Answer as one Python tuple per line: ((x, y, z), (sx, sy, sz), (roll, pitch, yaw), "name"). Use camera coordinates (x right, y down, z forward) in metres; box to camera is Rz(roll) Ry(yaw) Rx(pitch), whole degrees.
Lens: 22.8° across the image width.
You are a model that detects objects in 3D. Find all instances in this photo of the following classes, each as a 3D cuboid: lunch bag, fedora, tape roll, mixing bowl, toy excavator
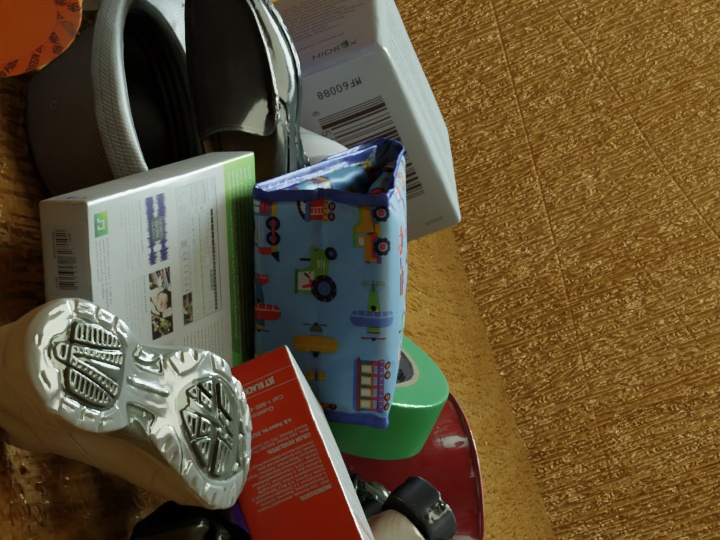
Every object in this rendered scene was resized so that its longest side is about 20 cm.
((0.000, 0.000, 1.201), (0.200, 0.093, 0.152), (-42, 135, -69), "lunch bag")
((-0.160, -0.098, 1.171), (0.177, 0.090, 0.201), (54, 28, -54), "fedora")
((-0.032, 0.067, 1.330), (0.199, 0.048, 0.201), (24, 15, -7), "tape roll")
((0.014, 0.191, 1.421), (0.200, 0.107, 0.202), (-179, -90, -72), "mixing bowl")
((0.026, 0.259, 1.178), (0.201, 0.100, 0.194), (56, -30, 1), "toy excavator")

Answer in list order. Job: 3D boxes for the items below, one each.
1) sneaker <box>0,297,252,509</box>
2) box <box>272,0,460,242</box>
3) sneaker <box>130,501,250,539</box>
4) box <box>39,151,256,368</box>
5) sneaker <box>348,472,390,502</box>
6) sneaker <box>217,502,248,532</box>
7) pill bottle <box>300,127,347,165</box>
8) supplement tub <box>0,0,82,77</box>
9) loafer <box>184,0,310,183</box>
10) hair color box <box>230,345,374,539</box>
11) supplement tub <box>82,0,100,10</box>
((-0.135, 0.071, 0.934), (0.200, 0.099, 0.078), (40, 53, -47), "sneaker")
((-0.035, -0.131, 1.619), (0.172, 0.199, 0.200), (-92, 160, -55), "box")
((-0.085, 0.213, 0.996), (0.114, 0.076, 0.200), (55, 15, -53), "sneaker")
((-0.119, 0.013, 1.066), (0.200, 0.036, 0.146), (-24, 115, -62), "box")
((-0.036, 0.150, 1.324), (0.076, 0.113, 0.201), (39, 30, -74), "sneaker")
((-0.079, 0.102, 1.203), (0.070, 0.099, 0.202), (42, 30, -75), "sneaker")
((-0.056, -0.054, 1.388), (0.200, 0.113, 0.114), (30, -33, 62), "pill bottle")
((-0.213, -0.214, 1.008), (0.123, 0.122, 0.201), (58, 16, -52), "supplement tub")
((-0.076, -0.102, 1.170), (0.072, 0.072, 0.201), (-53, 129, -67), "loafer")
((-0.025, 0.158, 1.032), (0.111, 0.064, 0.201), (68, -2, -64), "hair color box")
((-0.194, -0.293, 1.200), (0.145, 0.144, 0.201), (-99, 166, -48), "supplement tub")
